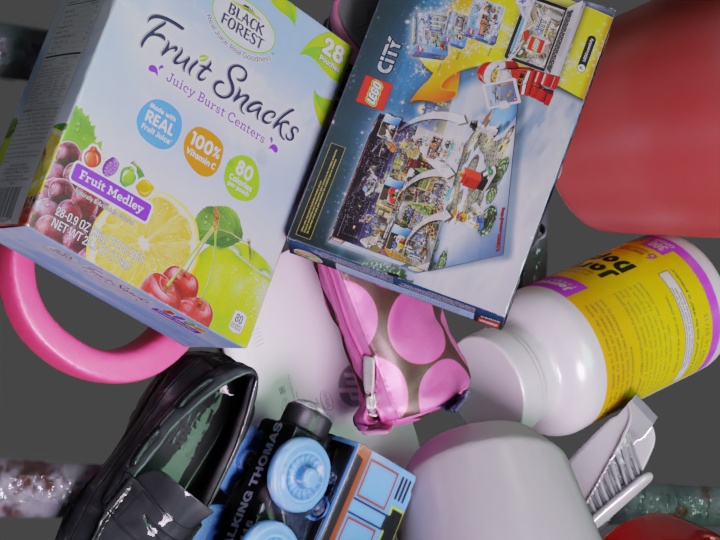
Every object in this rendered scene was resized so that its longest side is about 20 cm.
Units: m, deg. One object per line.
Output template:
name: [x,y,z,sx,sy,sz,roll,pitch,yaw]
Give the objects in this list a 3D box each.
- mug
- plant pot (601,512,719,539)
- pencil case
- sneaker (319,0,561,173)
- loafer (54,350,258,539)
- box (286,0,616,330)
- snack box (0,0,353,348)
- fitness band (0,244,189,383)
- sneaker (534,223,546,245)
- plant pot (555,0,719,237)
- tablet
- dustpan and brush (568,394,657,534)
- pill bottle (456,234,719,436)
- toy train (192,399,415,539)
mug: [0.076,0.189,1.376,0.149,0.186,0.154,11,53,-36]
plant pot: [0.239,0.287,1.481,0.200,0.182,0.201,-19,119,-39]
pencil case: [0.000,0.000,1.355,0.094,0.091,0.201,-28,98,-46]
sneaker: [0.042,-0.109,1.403,0.200,0.095,0.079,32,51,-24]
loafer: [-0.122,0.136,1.280,0.068,0.070,0.201,41,65,-32]
box: [0.055,-0.082,1.290,0.136,0.038,0.201,20,77,6]
snack box: [-0.109,-0.079,1.249,0.168,0.067,0.201,31,69,-38]
fitness band: [-0.135,-0.032,1.293,0.143,0.037,0.201,35,70,-35]
sneaker: [0.082,-0.025,1.398,0.200,0.074,0.081,-22,92,-82]
plant pot: [0.233,-0.106,1.493,0.200,0.177,0.202,13,73,-49]
tablet: [-0.023,0.082,1.402,0.130,0.014,0.201,-26,106,-37]
dustpan and brush: [0.143,0.181,1.498,0.200,0.057,0.140,-44,162,3]
pill bottle: [0.154,0.049,1.490,0.199,0.104,0.105,-22,104,-38]
toy train: [-0.050,0.182,1.325,0.114,0.086,0.201,32,75,-36]
